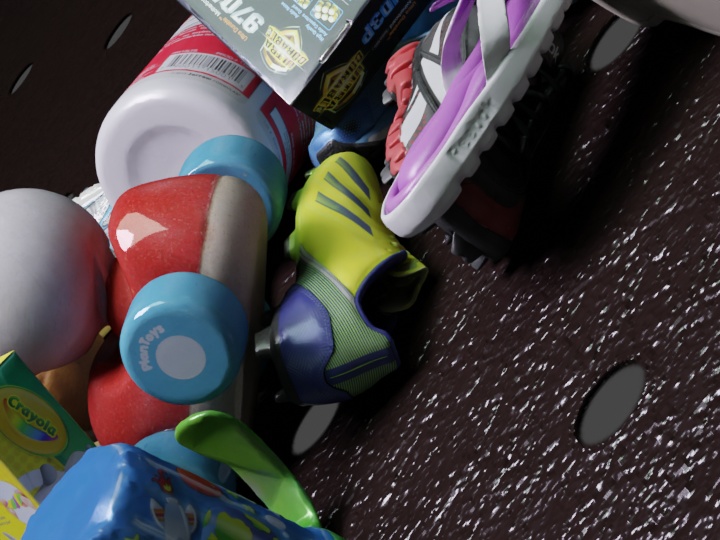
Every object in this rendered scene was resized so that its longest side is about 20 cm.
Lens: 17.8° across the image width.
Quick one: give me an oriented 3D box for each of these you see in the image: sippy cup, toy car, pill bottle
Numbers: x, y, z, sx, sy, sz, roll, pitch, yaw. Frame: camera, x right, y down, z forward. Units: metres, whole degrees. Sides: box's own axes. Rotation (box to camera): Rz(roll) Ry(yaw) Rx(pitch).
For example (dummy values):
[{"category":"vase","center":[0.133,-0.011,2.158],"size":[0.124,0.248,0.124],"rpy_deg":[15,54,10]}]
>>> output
[{"category":"sippy cup","center":[-0.085,0.148,1.022],"size":[0.140,0.130,0.178],"rpy_deg":[-51,21,8]},{"category":"toy car","center":[-0.149,0.026,1.197],"size":[0.185,0.198,0.178],"rpy_deg":[-78,-5,-59]},{"category":"pill bottle","center":[-0.078,-0.102,1.410],"size":[0.112,0.112,0.200],"rpy_deg":[-41,10,32]}]

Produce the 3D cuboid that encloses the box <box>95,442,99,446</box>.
[{"category":"box","center":[-0.129,0.058,1.422],"size":[0.200,0.021,0.164],"rpy_deg":[-48,21,17]}]

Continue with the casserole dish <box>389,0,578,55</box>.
[{"category":"casserole dish","center":[0.078,-0.178,1.277],"size":[0.199,0.039,0.122],"rpy_deg":[-18,48,48]}]

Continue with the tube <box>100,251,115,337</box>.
[{"category":"tube","center":[-0.218,0.057,1.537],"size":[0.200,0.052,0.058],"rpy_deg":[-43,41,41]}]

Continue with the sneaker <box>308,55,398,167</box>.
[{"category":"sneaker","center":[-0.011,-0.130,1.362],"size":[0.078,0.090,0.201],"rpy_deg":[-40,25,34]}]

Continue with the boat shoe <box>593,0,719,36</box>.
[{"category":"boat shoe","center":[0.150,-0.152,1.065],"size":[0.063,0.072,0.200],"rpy_deg":[-58,15,-1]}]

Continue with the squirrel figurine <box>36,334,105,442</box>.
[{"category":"squirrel figurine","center":[-0.219,0.102,1.291],"size":[0.141,0.199,0.188],"rpy_deg":[-21,50,67]}]

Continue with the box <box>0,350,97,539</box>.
[{"category":"box","center":[-0.160,0.116,1.135],"size":[0.048,0.200,0.117],"rpy_deg":[-49,16,-30]}]

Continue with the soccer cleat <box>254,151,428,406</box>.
[{"category":"soccer cleat","center":[0.000,0.001,1.197],"size":[0.083,0.065,0.201],"rpy_deg":[-13,30,16]}]

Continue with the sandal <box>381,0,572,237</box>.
[{"category":"sandal","center":[0.056,-0.109,1.064],"size":[0.082,0.050,0.204],"rpy_deg":[-31,29,61]}]

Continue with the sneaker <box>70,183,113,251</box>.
[{"category":"sneaker","center":[-0.149,-0.028,1.533],"size":[0.200,0.077,0.086],"rpy_deg":[-50,24,11]}]

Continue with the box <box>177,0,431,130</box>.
[{"category":"box","center":[-0.037,-0.200,1.309],"size":[0.159,0.046,0.200],"rpy_deg":[-52,54,7]}]

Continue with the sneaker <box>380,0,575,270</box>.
[{"category":"sneaker","center":[0.061,-0.080,1.146],"size":[0.098,0.071,0.201],"rpy_deg":[-45,22,23]}]
